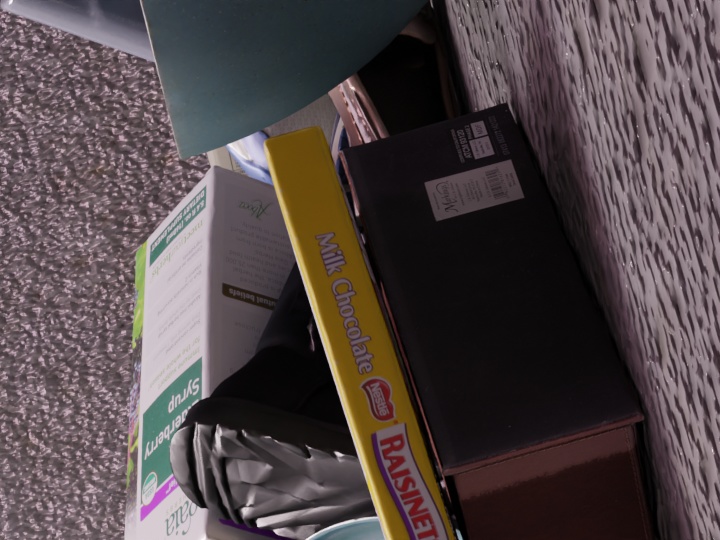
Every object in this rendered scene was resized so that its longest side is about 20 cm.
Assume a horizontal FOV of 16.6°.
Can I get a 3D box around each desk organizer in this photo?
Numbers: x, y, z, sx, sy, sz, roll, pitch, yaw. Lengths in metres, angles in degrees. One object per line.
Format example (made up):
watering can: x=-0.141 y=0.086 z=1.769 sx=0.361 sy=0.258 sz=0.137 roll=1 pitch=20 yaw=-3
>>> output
desk organizer: x=0.051 y=0.029 z=0.933 sx=0.200 sy=0.072 sz=0.077 roll=-107 pitch=2 yaw=-52

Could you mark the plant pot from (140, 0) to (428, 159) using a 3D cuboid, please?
plant pot: x=-0.033 y=-0.159 z=0.998 sx=0.200 sy=0.134 sz=0.201 roll=166 pitch=90 yaw=-87

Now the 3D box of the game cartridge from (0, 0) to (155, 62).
game cartridge: x=-0.071 y=-0.192 z=1.120 sx=0.040 sy=0.133 sz=0.201 roll=17 pitch=90 yaw=67

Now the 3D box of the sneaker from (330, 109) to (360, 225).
sneaker: x=0.000 y=0.000 z=1.231 sx=0.085 sy=0.077 sz=0.201 roll=2 pitch=93 yaw=56

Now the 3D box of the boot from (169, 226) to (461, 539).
boot: x=0.039 y=0.051 z=1.040 sx=0.168 sy=0.200 sz=0.077 roll=-55 pitch=-28 yaw=-45

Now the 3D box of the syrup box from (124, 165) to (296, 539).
syrup box: x=-0.054 y=0.062 z=1.121 sx=0.079 sy=0.081 sz=0.200 roll=-45 pitch=35 yaw=43

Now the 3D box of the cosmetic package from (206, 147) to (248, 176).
cosmetic package: x=-0.053 y=-0.142 z=1.388 sx=0.200 sy=0.105 sz=0.071 roll=83 pitch=171 yaw=-52

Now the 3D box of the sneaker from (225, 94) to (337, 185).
sneaker: x=-0.028 y=-0.139 z=1.231 sx=0.088 sy=0.075 sz=0.201 roll=-10 pitch=80 yaw=49

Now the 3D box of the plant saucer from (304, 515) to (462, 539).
plant saucer: x=0.048 y=0.178 z=0.980 sx=0.027 sy=0.200 sz=0.201 roll=-39 pitch=-55 yaw=-45

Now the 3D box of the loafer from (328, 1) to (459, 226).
loafer: x=0.017 y=-0.092 z=1.162 sx=0.063 sy=0.072 sz=0.201 roll=-24 pitch=82 yaw=66

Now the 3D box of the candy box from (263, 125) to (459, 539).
candy box: x=0.009 y=0.055 z=0.885 sx=0.102 sy=0.026 sz=0.201 roll=82 pitch=171 yaw=-75
